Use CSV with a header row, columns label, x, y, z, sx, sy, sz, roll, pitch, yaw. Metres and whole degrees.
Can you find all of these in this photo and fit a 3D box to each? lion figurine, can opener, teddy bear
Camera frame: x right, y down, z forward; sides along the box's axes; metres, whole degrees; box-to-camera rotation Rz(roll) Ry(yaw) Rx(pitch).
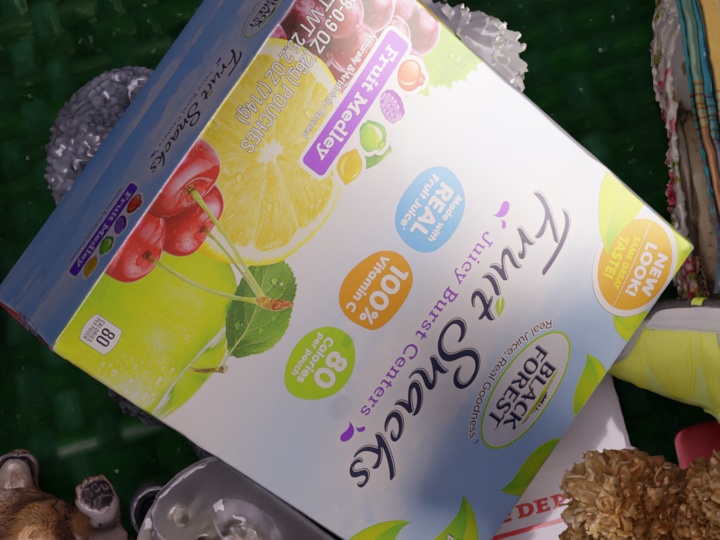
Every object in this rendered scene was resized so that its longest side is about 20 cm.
label,x,y,z,sx,sy,sz,roll,pitch,yaw
lion figurine,-0.081,0.135,0.850,0.199,0.123,0.073,24,69,-1
can opener,-0.003,0.142,0.772,0.200,0.067,0.053,38,86,-13
teddy bear,0.145,0.095,0.704,0.200,0.145,0.067,-31,48,39

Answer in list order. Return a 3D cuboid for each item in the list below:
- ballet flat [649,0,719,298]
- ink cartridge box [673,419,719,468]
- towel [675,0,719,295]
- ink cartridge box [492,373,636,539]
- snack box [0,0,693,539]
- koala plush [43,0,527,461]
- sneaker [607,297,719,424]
label,x,y,z,sx,sy,sz,roll,pitch,yaw
ballet flat,0.166,-0.053,0.868,0.075,0.064,0.201,-7,77,7
ink cartridge box,0.235,0.133,0.809,0.175,0.084,0.201,-16,76,6
towel,0.190,-0.074,0.842,0.022,0.146,0.201,-27,62,48
ink cartridge box,0.076,0.147,0.835,0.115,0.068,0.201,-15,77,4
snack box,0.000,0.000,0.718,0.169,0.200,0.068,-56,34,-3
koala plush,-0.013,-0.031,0.837,0.200,0.177,0.184,-24,62,6
sneaker,0.182,0.056,0.754,0.199,0.075,0.077,12,91,19
